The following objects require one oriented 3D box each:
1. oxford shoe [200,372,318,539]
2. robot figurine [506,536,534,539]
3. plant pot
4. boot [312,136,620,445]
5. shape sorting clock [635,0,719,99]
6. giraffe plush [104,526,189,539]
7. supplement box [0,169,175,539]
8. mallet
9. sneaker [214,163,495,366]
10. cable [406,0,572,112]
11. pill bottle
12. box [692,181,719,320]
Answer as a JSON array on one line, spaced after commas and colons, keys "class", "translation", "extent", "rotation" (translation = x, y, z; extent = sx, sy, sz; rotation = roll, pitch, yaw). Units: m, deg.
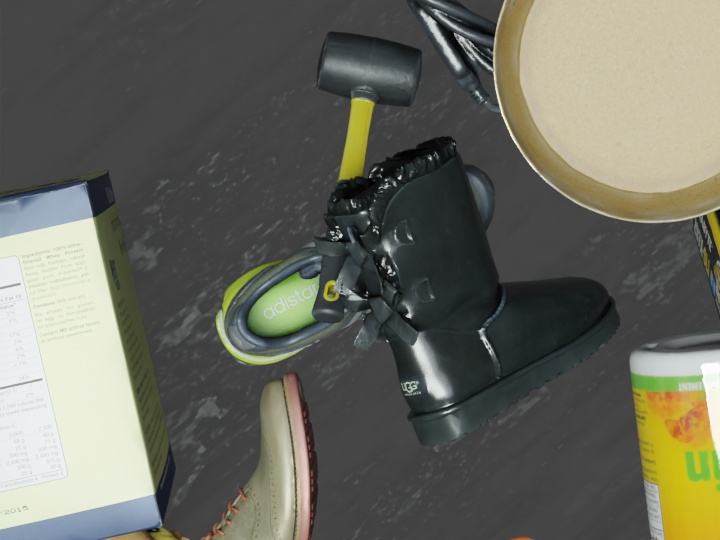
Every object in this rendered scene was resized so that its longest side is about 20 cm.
[{"class": "oxford shoe", "translation": [-0.065, 0.164, 1.379], "extent": [0.075, 0.070, 0.200], "rotation": [2, 93, 3]}, {"class": "robot figurine", "translation": [0.087, 0.236, 1.368], "extent": [0.200, 0.117, 0.144], "rotation": [-11, 92, -1]}, {"class": "plant pot", "translation": [0.181, -0.130, 1.345], "extent": [0.200, 0.027, 0.200], "rotation": [0, 95, 0]}, {"class": "boot", "translation": [0.068, -0.003, 1.323], "extent": [0.198, 0.073, 0.163], "rotation": [-31, 103, -41]}, {"class": "shape sorting clock", "translation": [0.269, -0.145, 1.386], "extent": [0.200, 0.039, 0.200], "rotation": [-1, 100, -3]}, {"class": "giraffe plush", "translation": [-0.168, 0.215, 1.330], "extent": [0.162, 0.200, 0.173], "rotation": [-36, 77, -8]}, {"class": "supplement box", "translation": [-0.199, 0.053, 1.298], "extent": [0.134, 0.200, 0.200], "rotation": [-12, 95, -2]}, {"class": "mallet", "translation": [0.004, -0.058, 1.339], "extent": [0.066, 0.041, 0.200], "rotation": [4, 63, -5]}, {"class": "sneaker", "translation": [0.000, 0.000, 1.363], "extent": [0.200, 0.081, 0.074], "rotation": [-34, 95, 0]}, {"class": "cable", "translation": [0.097, -0.211, 1.369], "extent": [0.163, 0.051, 0.200], "rotation": [-32, 94, 0]}, {"class": "pill bottle", "translation": [0.235, 0.142, 1.368], "extent": [0.111, 0.111, 0.200], "rotation": [-8, 94, -2]}, {"class": "box", "translation": [0.316, 0.000, 1.335], "extent": [0.200, 0.160, 0.049], "rotation": [-1, 124, -2]}]
